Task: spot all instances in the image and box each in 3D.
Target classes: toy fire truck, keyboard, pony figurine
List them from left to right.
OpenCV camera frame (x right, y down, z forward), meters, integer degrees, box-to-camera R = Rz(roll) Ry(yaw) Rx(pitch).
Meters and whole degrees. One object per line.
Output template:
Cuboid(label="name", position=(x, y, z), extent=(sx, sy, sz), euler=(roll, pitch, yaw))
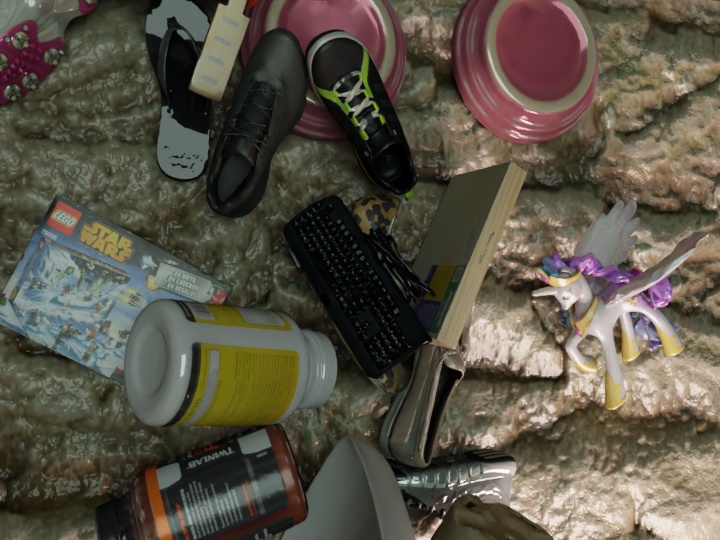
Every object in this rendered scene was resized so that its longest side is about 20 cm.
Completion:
Cuboid(label="toy fire truck", position=(-0.167, -0.289, 0.721), extent=(0.171, 0.130, 0.204), euler=(7, 53, -11))
Cuboid(label="keyboard", position=(0.000, 0.000, 0.749), extent=(0.103, 0.040, 0.202), euler=(-33, 68, -2))
Cuboid(label="pony figurine", position=(0.306, 0.030, 0.863), extent=(0.191, 0.166, 0.202), euler=(-37, 112, -7))

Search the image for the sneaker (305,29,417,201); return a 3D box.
Cuboid(label="sneaker", position=(0.014, -0.159, 0.767), extent=(0.071, 0.083, 0.201), euler=(-36, 128, -2))

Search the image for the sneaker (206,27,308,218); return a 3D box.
Cuboid(label="sneaker", position=(-0.106, -0.146, 0.745), extent=(0.074, 0.091, 0.205), euler=(18, 100, -2))

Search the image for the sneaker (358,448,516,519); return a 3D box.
Cuboid(label="sneaker", position=(0.088, 0.270, 0.813), extent=(0.194, 0.075, 0.119), euler=(-1, 90, -17))

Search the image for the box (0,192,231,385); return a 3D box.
Cuboid(label="box", position=(-0.249, 0.032, 0.745), extent=(0.197, 0.040, 0.139), euler=(29, 80, -13))

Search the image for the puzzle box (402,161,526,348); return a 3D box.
Cuboid(label="puzzle box", position=(0.102, -0.017, 0.801), extent=(0.025, 0.133, 0.204), euler=(27, 81, -19))

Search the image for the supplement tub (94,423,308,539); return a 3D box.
Cuboid(label="supplement tub", position=(-0.157, 0.233, 0.725), extent=(0.195, 0.107, 0.110), euler=(-18, 92, -16))

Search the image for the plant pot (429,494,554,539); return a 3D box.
Cuboid(label="plant pot", position=(0.115, 0.341, 0.729), extent=(0.196, 0.201, 0.187), euler=(22, 97, -13))

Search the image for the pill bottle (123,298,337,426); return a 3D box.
Cuboid(label="pill bottle", position=(-0.120, 0.093, 0.715), extent=(0.197, 0.110, 0.116), euler=(11, 83, -43))

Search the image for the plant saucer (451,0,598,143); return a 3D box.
Cuboid(label="plant saucer", position=(0.208, -0.260, 0.881), extent=(0.195, 0.051, 0.207), euler=(1, 87, -15))

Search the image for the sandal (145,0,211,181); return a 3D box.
Cuboid(label="sandal", position=(-0.185, -0.200, 0.774), extent=(0.074, 0.043, 0.206), euler=(-5, 88, -16))

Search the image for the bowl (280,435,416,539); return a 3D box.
Cuboid(label="bowl", position=(-0.008, 0.289, 0.704), extent=(0.073, 0.201, 0.203), euler=(19, 112, -22))

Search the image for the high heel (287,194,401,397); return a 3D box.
Cuboid(label="high heel", position=(0.026, 0.022, 0.806), extent=(0.141, 0.071, 0.203), euler=(-31, 87, -9))

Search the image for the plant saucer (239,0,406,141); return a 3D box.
Cuboid(label="plant saucer", position=(-0.037, -0.251, 0.817), extent=(0.195, 0.051, 0.207), euler=(1, 87, -15))

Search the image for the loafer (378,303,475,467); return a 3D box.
Cuboid(label="loafer", position=(0.090, 0.122, 0.814), extent=(0.072, 0.062, 0.204), euler=(38, 73, -45))

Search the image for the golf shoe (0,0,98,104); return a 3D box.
Cuboid(label="golf shoe", position=(-0.335, -0.258, 0.730), extent=(0.091, 0.075, 0.202), euler=(33, 83, 18))
